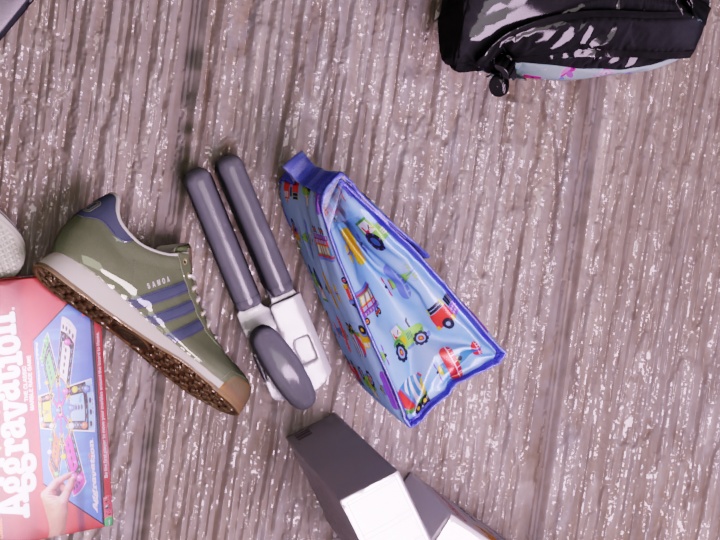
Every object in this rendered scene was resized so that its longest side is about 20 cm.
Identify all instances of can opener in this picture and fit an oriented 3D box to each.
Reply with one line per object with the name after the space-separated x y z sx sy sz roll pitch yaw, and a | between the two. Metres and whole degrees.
-0.075 0.010 1.169 0.053 0.067 0.201 -24 102 -10 | can opener

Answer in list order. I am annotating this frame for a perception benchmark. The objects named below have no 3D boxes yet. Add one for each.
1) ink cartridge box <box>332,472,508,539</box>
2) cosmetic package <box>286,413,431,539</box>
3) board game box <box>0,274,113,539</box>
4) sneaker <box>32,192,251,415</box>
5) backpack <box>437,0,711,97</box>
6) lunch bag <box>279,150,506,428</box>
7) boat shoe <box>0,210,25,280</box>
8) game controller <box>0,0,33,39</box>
0.076 0.264 1.205 0.200 0.129 0.125 36 88 -15 | ink cartridge box
0.001 0.170 1.138 0.050 0.200 0.083 -25 102 -9 | cosmetic package
-0.243 0.103 1.152 0.103 0.019 0.201 -7 99 -30 | board game box
-0.145 0.021 1.154 0.200 0.067 0.090 40 68 -25 | sneaker
0.165 -0.222 1.166 0.199 0.127 0.168 2 108 -14 | backpack
0.000 0.000 1.142 0.094 0.151 0.200 -36 104 -7 | lunch bag
-0.333 -0.051 1.105 0.200 0.062 0.075 27 106 -29 | boat shoe
-0.260 -0.255 1.113 0.104 0.042 0.200 40 87 -29 | game controller
